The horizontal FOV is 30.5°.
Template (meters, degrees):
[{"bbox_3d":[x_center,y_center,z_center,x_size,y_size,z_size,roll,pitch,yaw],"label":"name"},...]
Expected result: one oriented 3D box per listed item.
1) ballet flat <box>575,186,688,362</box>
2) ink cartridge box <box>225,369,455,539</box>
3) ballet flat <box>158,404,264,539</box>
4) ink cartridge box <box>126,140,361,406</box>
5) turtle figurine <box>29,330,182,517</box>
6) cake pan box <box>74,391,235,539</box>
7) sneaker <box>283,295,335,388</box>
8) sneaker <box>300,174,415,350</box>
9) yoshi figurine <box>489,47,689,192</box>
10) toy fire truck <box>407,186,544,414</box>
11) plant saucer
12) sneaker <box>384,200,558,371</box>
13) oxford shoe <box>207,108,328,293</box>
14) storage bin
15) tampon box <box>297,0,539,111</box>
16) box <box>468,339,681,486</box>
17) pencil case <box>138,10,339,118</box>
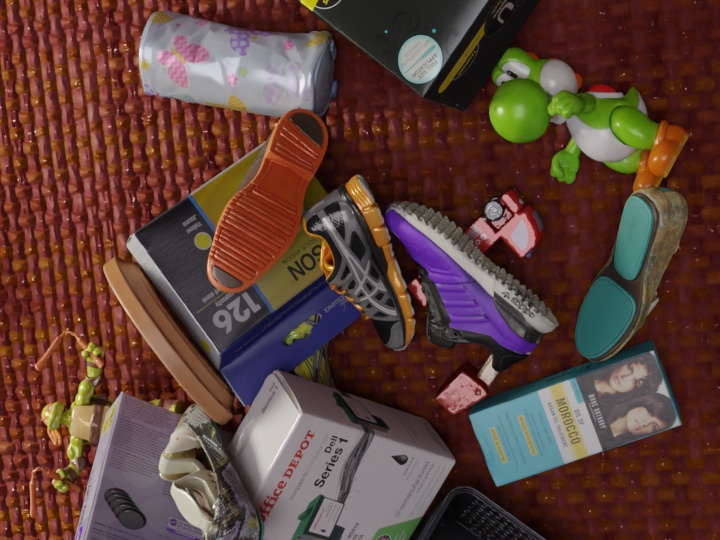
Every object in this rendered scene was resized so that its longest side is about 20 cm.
[{"bbox_3d":[0.268,0.006,1.284,0.070,0.071,0.202,19,125,8],"label":"ballet flat"},{"bbox_3d":[-0.028,0.203,1.323,0.198,0.084,0.147,20,106,-33],"label":"ink cartridge box"},{"bbox_3d":[-0.155,0.194,1.264,0.071,0.201,0.073,-14,126,-20],"label":"ballet flat"},{"bbox_3d":[-0.097,-0.005,1.320,0.197,0.047,0.201,-37,89,-25],"label":"ink cartridge box"},{"bbox_3d":[-0.279,0.176,1.428,0.159,0.064,0.203,11,86,-1],"label":"turtle figurine"},{"bbox_3d":[-0.178,0.238,1.333,0.198,0.186,0.052,23,137,-19],"label":"cake pan box"},{"bbox_3d":[-0.066,0.078,1.365,0.074,0.076,0.203,-11,96,14],"label":"sneaker"},{"bbox_3d":[0.000,0.000,1.310,0.076,0.078,0.202,-23,122,-3],"label":"sneaker"},{"bbox_3d":[0.203,-0.134,1.263,0.198,0.112,0.113,31,110,8],"label":"yoshi figurine"},{"bbox_3d":[0.125,0.031,1.333,0.200,0.049,0.141,-43,90,14],"label":"toy fire truck"},{"bbox_3d":[-0.186,0.066,1.327,0.032,0.200,0.201,-37,91,-3],"label":"plant saucer"},{"bbox_3d":[0.086,0.022,1.278,0.200,0.070,0.100,41,106,3],"label":"sneaker"},{"bbox_3d":[-0.093,-0.059,1.273,0.071,0.073,0.202,34,65,-11],"label":"oxford shoe"},{"bbox_3d":[0.134,0.332,1.324,0.199,0.094,0.136,34,60,4],"label":"storage bin"},{"bbox_3d":[0.046,-0.271,1.236,0.199,0.126,0.151,39,104,18],"label":"tampon box"},{"bbox_3d":[0.216,0.145,1.333,0.198,0.049,0.083,-21,95,14],"label":"box"},{"bbox_3d":[-0.123,-0.207,1.326,0.197,0.083,0.092,9,89,9],"label":"pencil case"}]
